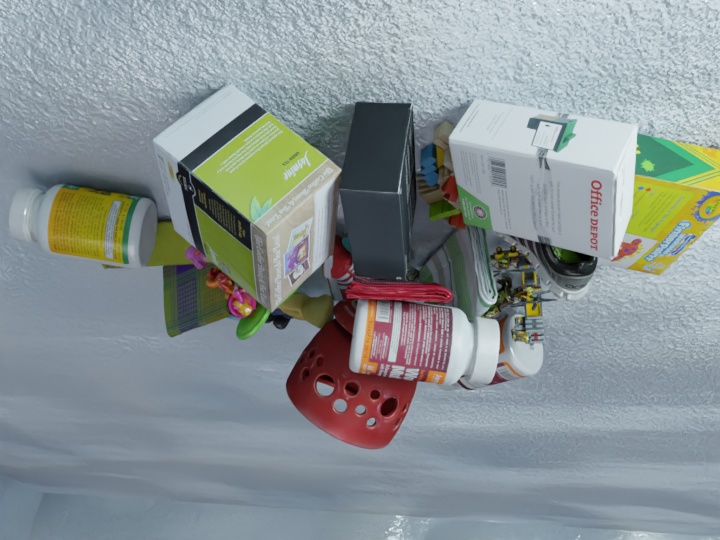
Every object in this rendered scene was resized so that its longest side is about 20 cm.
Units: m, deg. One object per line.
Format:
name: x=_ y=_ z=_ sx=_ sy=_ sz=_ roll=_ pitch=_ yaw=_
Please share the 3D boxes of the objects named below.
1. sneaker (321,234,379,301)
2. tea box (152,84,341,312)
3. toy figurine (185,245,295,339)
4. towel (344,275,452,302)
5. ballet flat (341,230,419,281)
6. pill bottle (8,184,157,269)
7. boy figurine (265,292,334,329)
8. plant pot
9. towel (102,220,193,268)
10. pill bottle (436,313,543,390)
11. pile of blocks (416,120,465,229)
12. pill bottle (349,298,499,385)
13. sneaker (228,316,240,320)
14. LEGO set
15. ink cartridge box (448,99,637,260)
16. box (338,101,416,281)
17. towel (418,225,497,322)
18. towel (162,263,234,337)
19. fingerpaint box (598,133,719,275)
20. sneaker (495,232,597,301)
sneaker: x=0.000 y=0.000 z=1.182 sx=0.111 sy=0.072 sz=0.200 roll=6 pitch=157 yaw=10
tea box: x=-0.141 y=-0.087 z=0.928 sx=0.196 sy=0.134 sz=0.200 roll=40 pitch=154 yaw=15
toy figurine: x=-0.193 y=-0.027 z=1.100 sx=0.184 sy=0.201 sz=0.150 roll=40 pitch=169 yaw=-25
towel: x=0.052 y=0.024 z=1.028 sx=0.143 sy=0.023 sz=0.200 roll=3 pitch=-177 yaw=1
ballet flat: x=0.035 y=-0.027 z=1.134 sx=0.071 sy=0.073 sz=0.200 roll=-11 pitch=145 yaw=28
pill bottle: x=-0.427 y=-0.072 z=1.118 sx=0.198 sy=0.114 sz=0.113 roll=9 pitch=150 yaw=-2
boy figurine: x=-0.101 y=0.076 z=1.293 sx=0.124 sy=0.065 sz=0.199 roll=29 pitch=164 yaw=-33
plant pot: x=0.003 y=0.156 z=1.169 sx=0.199 sy=0.184 sz=0.200 roll=27 pitch=-170 yaw=-5
towel: x=-0.360 y=-0.044 z=1.212 sx=0.198 sy=0.018 sz=0.087 roll=-3 pitch=124 yaw=16
pill bottle: x=0.231 y=0.161 z=1.359 sx=0.114 sy=0.115 sz=0.199 roll=30 pitch=143 yaw=-34
pile of blocks: x=0.112 y=-0.111 z=0.979 sx=0.081 sy=0.063 sz=0.201 roll=-1 pitch=148 yaw=14
pill bottle: x=0.088 y=0.101 z=1.015 sx=0.198 sy=0.110 sz=0.110 roll=8 pitch=150 yaw=-1
sneaker: x=-0.259 y=0.035 z=1.294 sx=0.129 sy=0.080 sz=0.201 roll=4 pitch=149 yaw=4
LEGO set: x=0.233 y=0.058 z=1.165 sx=0.152 sy=0.117 sz=0.200 roll=-1 pitch=153 yaw=7
ink cartridge box: x=0.217 y=-0.109 z=0.856 sx=0.199 sy=0.085 sz=0.147 roll=17 pitch=148 yaw=29
box: x=0.028 y=-0.098 z=0.943 sx=0.078 sy=0.142 sz=0.201 roll=2 pitch=149 yaw=8
towel: x=0.141 y=0.021 z=1.110 sx=0.030 sy=0.151 sz=0.200 roll=6 pitch=152 yaw=-20
towel: x=-0.274 y=0.028 z=1.227 sx=0.199 sy=0.145 sz=0.023 roll=-22 pitch=158 yaw=39
fingerpaint box: x=0.367 y=-0.085 z=0.955 sx=0.165 sy=0.074 sz=0.200 roll=10 pitch=150 yaw=-3
sneaker: x=0.241 y=-0.057 z=0.950 sx=0.073 sy=0.201 sz=0.088 roll=-29 pitch=162 yaw=-22
